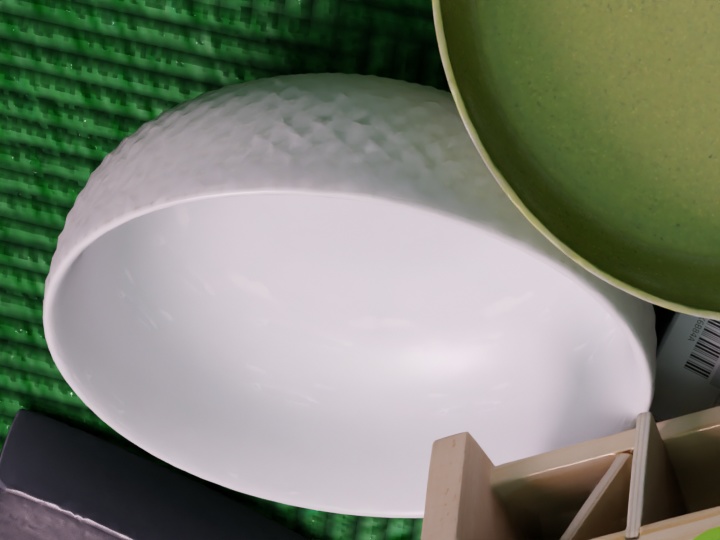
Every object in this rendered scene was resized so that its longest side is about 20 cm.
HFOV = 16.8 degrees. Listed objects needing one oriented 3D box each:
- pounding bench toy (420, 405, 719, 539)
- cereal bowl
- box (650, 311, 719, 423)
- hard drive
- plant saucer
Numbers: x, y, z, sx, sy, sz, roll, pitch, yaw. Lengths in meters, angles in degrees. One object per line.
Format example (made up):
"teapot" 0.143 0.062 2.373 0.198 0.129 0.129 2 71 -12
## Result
"pounding bench toy" 0.110 0.144 0.735 0.156 0.200 0.124 -17 131 25
"cereal bowl" 0.000 0.000 0.810 0.199 0.084 0.200 6 145 4
"box" 0.188 0.073 0.830 0.200 0.041 0.156 26 120 5
"hard drive" -0.068 0.151 0.941 0.200 0.042 0.135 27 119 3
"plant saucer" 0.114 -0.084 0.735 0.199 0.031 0.201 0 89 -13
